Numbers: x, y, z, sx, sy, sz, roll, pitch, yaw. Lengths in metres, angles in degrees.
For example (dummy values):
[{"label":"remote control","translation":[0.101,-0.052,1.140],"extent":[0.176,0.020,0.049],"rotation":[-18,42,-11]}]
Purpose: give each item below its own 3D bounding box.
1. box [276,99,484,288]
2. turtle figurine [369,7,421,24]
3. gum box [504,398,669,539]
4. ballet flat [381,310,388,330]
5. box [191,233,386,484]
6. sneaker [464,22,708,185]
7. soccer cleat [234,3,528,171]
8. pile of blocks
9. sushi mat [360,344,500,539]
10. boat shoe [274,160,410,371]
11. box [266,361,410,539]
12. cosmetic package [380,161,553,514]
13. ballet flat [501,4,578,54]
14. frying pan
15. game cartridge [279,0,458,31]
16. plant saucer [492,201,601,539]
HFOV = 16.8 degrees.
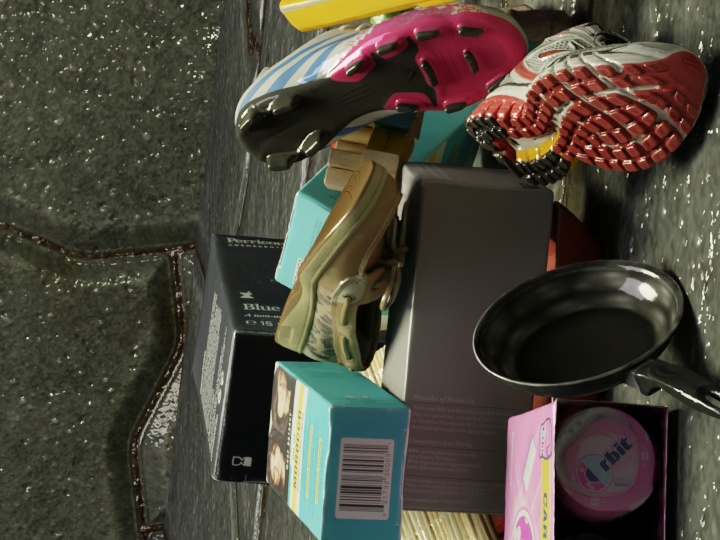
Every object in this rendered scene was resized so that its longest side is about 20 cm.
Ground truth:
[{"label":"box","translation":[0.019,-0.062,1.703],"extent":[0.200,0.049,0.082],"rotation":[-46,-20,-44]},{"label":"turtle figurine","translation":[0.056,-0.214,1.827],"extent":[0.144,0.200,0.194],"rotation":[37,147,52]},{"label":"gum box","translation":[0.120,0.176,1.330],"extent":[0.114,0.066,0.200],"rotation":[139,134,-78]},{"label":"ballet flat","translation":[0.061,-0.008,1.656],"extent":[0.200,0.069,0.069],"rotation":[-37,-36,-51]},{"label":"box","translation":[-0.011,0.065,1.745],"extent":[0.200,0.197,0.118],"rotation":[-112,28,-68]},{"label":"sneaker","translation":[0.129,-0.105,1.346],"extent":[0.082,0.078,0.200],"rotation":[-55,19,-16]},{"label":"soccer cleat","translation":[0.011,-0.127,1.474],"extent":[0.070,0.200,0.086],"rotation":[56,-150,-29]},{"label":"pile of blocks","translation":[0.009,-0.113,1.567],"extent":[0.200,0.062,0.082],"rotation":[-70,-11,-60]},{"label":"sushi mat","translation":[0.026,0.133,1.568],"extent":[0.096,0.012,0.200],"rotation":[-36,50,18]},{"label":"boat shoe","translation":[0.000,0.000,1.453],"extent":[0.073,0.063,0.200],"rotation":[-60,-2,-25]},{"label":"box","translation":[-0.016,0.107,1.483],"extent":[0.200,0.049,0.082],"rotation":[-156,70,-78]},{"label":"cosmetic package","translation":[0.060,0.038,1.468],"extent":[0.107,0.090,0.200],"rotation":[-133,45,-81]},{"label":"ballet flat","translation":[0.091,-0.147,1.613],"extent":[0.200,0.067,0.068],"rotation":[170,104,-80]},{"label":"frying pan","translation":[0.146,0.037,1.280],"extent":[0.115,0.190,0.031],"rotation":[-43,-51,-36]},{"label":"game cartridge","translation":[0.059,-0.227,1.493],"extent":[0.200,0.032,0.176],"rotation":[-3,49,49]},{"label":"plant saucer","translation":[0.111,0.070,1.517],"extent":[0.200,0.037,0.200],"rotation":[144,129,-77]}]
